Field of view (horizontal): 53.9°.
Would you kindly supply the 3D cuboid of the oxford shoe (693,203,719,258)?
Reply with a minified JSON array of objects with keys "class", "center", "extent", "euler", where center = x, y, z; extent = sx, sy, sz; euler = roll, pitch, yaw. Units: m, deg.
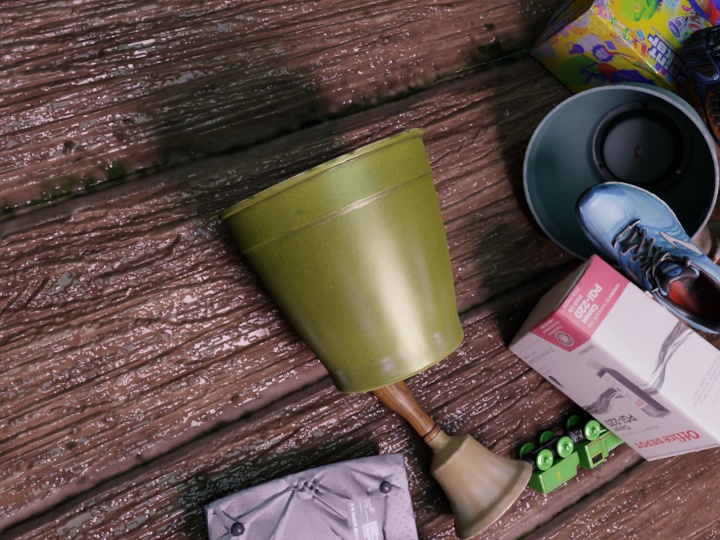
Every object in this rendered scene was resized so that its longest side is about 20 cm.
[{"class":"oxford shoe","center":[0.449,-0.048,0.909],"extent":[0.199,0.071,0.074],"euler":[5,106,-22]}]

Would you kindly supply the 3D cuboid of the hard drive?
[{"class":"hard drive","center":[-0.043,0.254,0.670],"extent":[0.199,0.042,0.136],"euler":[-9,85,-24]}]

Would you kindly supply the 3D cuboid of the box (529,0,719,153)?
[{"class":"box","center":[0.351,-0.291,0.867],"extent":[0.200,0.122,0.193],"euler":[37,72,-12]}]

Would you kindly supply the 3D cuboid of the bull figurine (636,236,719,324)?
[{"class":"bull figurine","center":[0.370,0.030,0.842],"extent":[0.199,0.122,0.065],"euler":[-11,43,-30]}]

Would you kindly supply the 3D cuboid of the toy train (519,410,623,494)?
[{"class":"toy train","center":[0.264,0.189,0.804],"extent":[0.199,0.042,0.057],"euler":[-23,100,-23]}]

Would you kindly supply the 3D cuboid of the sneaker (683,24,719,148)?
[{"class":"sneaker","center":[0.391,-0.190,0.758],"extent":[0.079,0.075,0.201],"euler":[56,37,-48]}]

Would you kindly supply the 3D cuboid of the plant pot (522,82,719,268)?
[{"class":"plant pot","center":[0.302,-0.120,0.799],"extent":[0.201,0.200,0.134],"euler":[58,41,-4]}]

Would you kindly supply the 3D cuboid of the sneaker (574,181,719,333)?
[{"class":"sneaker","center":[0.299,-0.015,0.698],"extent":[0.200,0.090,0.078],"euler":[42,109,9]}]

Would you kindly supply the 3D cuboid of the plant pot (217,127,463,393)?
[{"class":"plant pot","center":[0.000,0.000,0.649],"extent":[0.200,0.200,0.194],"euler":[-25,96,-23]}]

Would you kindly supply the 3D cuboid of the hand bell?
[{"class":"hand bell","center":[0.065,0.161,0.719],"extent":[0.200,0.104,0.104],"euler":[46,69,4]}]

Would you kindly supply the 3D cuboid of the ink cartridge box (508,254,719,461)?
[{"class":"ink cartridge box","center":[0.273,0.097,0.736],"extent":[0.200,0.146,0.085],"euler":[38,69,7]}]
